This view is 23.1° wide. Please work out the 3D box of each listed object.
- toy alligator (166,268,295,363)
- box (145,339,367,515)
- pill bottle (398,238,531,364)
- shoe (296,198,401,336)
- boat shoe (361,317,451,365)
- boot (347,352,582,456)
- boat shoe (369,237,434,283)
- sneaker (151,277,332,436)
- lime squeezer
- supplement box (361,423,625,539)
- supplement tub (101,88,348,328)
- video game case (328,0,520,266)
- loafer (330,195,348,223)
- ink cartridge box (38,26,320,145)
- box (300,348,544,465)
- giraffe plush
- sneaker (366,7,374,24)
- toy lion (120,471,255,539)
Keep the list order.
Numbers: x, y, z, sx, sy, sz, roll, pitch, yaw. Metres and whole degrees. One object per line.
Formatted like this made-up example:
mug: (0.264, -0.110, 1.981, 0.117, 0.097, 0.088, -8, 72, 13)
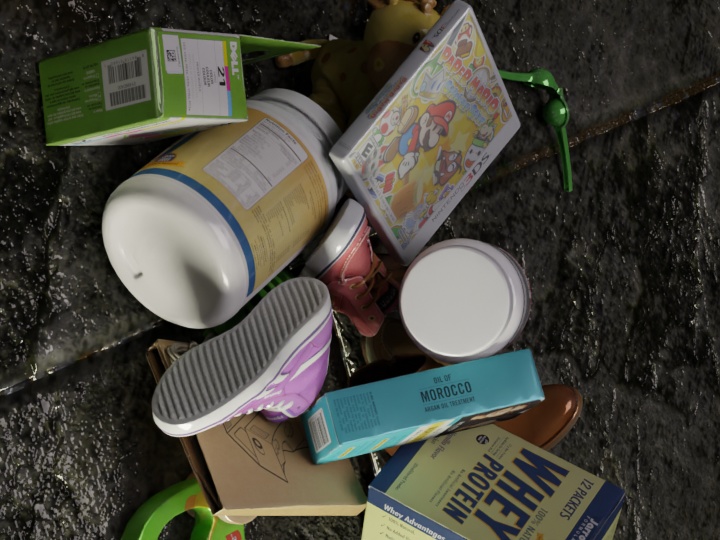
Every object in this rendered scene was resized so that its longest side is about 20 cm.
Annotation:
toy alligator: (-0.101, 0.034, 1.551, 0.059, 0.054, 0.200, 47, 29, 5)
box: (-0.087, 0.141, 1.539, 0.200, 0.021, 0.164, 11, 47, -53)
pill bottle: (0.095, 0.028, 1.610, 0.200, 0.114, 0.114, 2, 82, -81)
shoe: (0.000, 0.000, 1.587, 0.091, 0.200, 0.072, 33, 73, -1)
boat shoe: (0.084, 0.106, 1.762, 0.200, 0.076, 0.072, 38, 58, -38)
boot: (0.099, 0.125, 1.689, 0.155, 0.200, 0.074, 54, 19, -38)
boat shoe: (0.057, 0.007, 1.760, 0.200, 0.072, 0.068, 4, 86, -38)
sneaker: (-0.090, 0.103, 1.476, 0.200, 0.073, 0.114, -36, 140, -36)
lime squeezer: (0.205, -0.179, 1.966, 0.200, 0.038, 0.071, 50, 51, -32)
supplement box: (0.113, 0.264, 1.625, 0.134, 0.200, 0.200, -47, 155, -41)
supplement tub: (-0.111, -0.058, 1.519, 0.200, 0.145, 0.145, -44, 117, -42)
video game case: (0.064, -0.120, 1.592, 0.182, 0.023, 0.200, -51, 148, -11)
loafer: (0.017, -0.091, 1.724, 0.200, 0.072, 0.063, -20, 93, -45)
ink cartridge box: (-0.147, -0.151, 1.489, 0.200, 0.148, 0.076, -3, 87, -48)
box: (0.055, 0.121, 1.554, 0.200, 0.082, 0.049, -11, 76, -21)
giraffe plush: (0.031, -0.181, 1.640, 0.172, 0.162, 0.200, 3, 61, -36)
sneaker: (0.041, -0.316, 1.793, 0.091, 0.078, 0.200, 42, 51, -17)
toy lion: (-0.152, 0.288, 1.494, 0.192, 0.069, 0.200, -22, 101, -40)
